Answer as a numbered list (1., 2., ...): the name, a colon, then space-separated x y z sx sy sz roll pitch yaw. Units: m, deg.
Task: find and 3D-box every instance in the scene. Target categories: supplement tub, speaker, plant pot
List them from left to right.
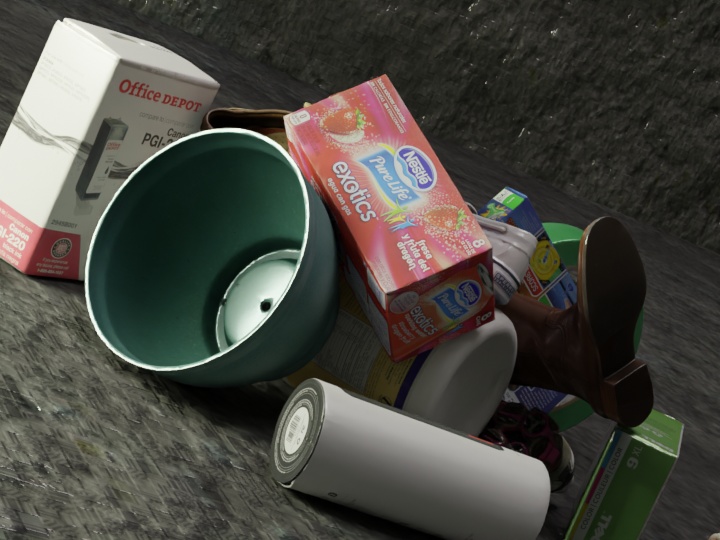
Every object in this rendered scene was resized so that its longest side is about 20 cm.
1. plant pot: -0.096 0.008 1.599 0.200 0.201 0.134 33 -5 37
2. supplement tub: 0.014 0.057 1.696 0.199 0.146 0.145 31 11 27
3. speaker: 0.038 0.147 1.492 0.199 0.082 0.081 21 11 -23

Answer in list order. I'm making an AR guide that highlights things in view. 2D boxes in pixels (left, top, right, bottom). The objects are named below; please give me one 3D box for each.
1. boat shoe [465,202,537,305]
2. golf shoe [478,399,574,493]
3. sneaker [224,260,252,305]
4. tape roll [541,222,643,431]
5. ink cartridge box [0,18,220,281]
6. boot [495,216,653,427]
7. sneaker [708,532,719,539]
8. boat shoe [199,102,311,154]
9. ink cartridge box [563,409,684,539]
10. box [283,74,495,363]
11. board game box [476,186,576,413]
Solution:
1. boat shoe: 0.074 -0.028 1.720 0.199 0.066 0.074 25 -15 46
2. golf shoe: 0.100 0.135 1.771 0.200 0.073 0.092 34 -13 34
3. sneaker: -0.106 0.022 1.787 0.076 0.087 0.200 56 2 30
4. tape roll: 0.171 0.057 1.917 0.200 0.202 0.048 18 11 -34
5. ink cartridge box: -0.224 -0.096 1.722 0.085 0.201 0.145 30 12 31
6. boot: 0.150 0.027 1.694 0.064 0.188 0.200 -20 24 -30
7. sneaker: 0.316 0.244 1.686 0.104 0.076 0.200 31 14 -2
8. boat shoe: -0.040 -0.102 1.729 0.201 0.075 0.075 2 50 4
9. ink cartridge box: 0.219 0.178 1.703 0.059 0.104 0.200 26 10 7
10. box: 0.023 -0.042 1.612 0.100 0.095 0.201 83 -19 -54
11. board game box: 0.132 0.044 1.833 0.034 0.135 0.201 31 -23 54
